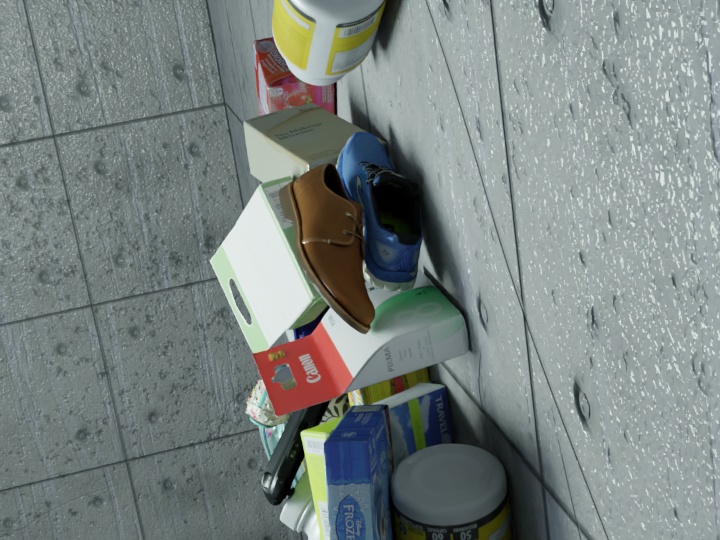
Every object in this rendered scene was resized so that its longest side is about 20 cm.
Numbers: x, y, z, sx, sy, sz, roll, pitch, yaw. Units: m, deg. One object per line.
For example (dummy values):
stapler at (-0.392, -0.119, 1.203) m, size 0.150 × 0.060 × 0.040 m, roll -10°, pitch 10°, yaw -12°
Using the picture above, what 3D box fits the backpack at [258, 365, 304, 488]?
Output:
backpack at (-0.065, 0.224, 1.657) m, size 0.201 × 0.150 × 0.178 m, roll -89°, pitch -11°, yaw -54°

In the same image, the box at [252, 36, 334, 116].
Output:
box at (-0.090, -0.220, 1.583) m, size 0.202 × 0.094 × 0.101 m, roll 90°, pitch 165°, yaw -50°

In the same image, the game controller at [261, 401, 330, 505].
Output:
game controller at (-0.055, 0.165, 1.261) m, size 0.104 × 0.042 × 0.202 m, roll 93°, pitch -158°, yaw -74°

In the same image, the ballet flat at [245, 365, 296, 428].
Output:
ballet flat at (-0.088, 0.152, 1.494) m, size 0.200 × 0.074 × 0.065 m, roll -33°, pitch -39°, yaw -72°

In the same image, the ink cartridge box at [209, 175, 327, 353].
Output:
ink cartridge box at (-0.102, 0.002, 1.332) m, size 0.147 × 0.047 × 0.200 m, roll 63°, pitch 149°, yaw 13°

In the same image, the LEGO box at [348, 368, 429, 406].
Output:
LEGO box at (0.031, 0.135, 1.352) m, size 0.149 × 0.076 × 0.204 m, roll -164°, pitch 63°, yaw -78°

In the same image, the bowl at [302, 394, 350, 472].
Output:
bowl at (-0.003, 0.205, 1.493) m, size 0.200 × 0.093 × 0.205 m, roll -11°, pitch -90°, yaw -68°

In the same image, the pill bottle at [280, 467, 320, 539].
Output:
pill bottle at (0.014, 0.295, 1.256) m, size 0.198 × 0.113 × 0.113 m, roll 32°, pitch 155°, yaw 12°

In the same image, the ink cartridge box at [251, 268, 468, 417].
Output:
ink cartridge box at (-0.008, 0.065, 1.137) m, size 0.161 × 0.196 × 0.051 m, roll -128°, pitch 25°, yaw -68°

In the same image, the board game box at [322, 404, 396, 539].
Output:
board game box at (0.006, 0.236, 1.030) m, size 0.200 × 0.042 × 0.203 m, roll -22°, pitch -71°, yaw -83°

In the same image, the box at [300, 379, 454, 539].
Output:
box at (0.034, 0.199, 1.194) m, size 0.047 × 0.198 × 0.124 m, roll -3°, pitch 100°, yaw 48°

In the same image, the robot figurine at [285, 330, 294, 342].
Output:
robot figurine at (-0.053, 0.047, 1.627) m, size 0.170 × 0.112 × 0.202 m, roll -48°, pitch 38°, yaw 24°

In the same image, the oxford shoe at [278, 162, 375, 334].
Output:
oxford shoe at (-0.022, -0.029, 1.124) m, size 0.071 × 0.071 × 0.202 m, roll 30°, pitch -150°, yaw -51°

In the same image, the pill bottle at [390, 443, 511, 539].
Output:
pill bottle at (0.091, 0.277, 1.077) m, size 0.112 × 0.109 × 0.203 m, roll -123°, pitch 22°, yaw -64°

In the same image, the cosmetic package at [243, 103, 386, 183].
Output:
cosmetic package at (-0.054, -0.132, 1.345) m, size 0.200 × 0.102 × 0.074 m, roll 37°, pitch 139°, yaw 54°

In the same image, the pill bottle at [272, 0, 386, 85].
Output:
pill bottle at (-0.034, -0.265, 1.159) m, size 0.200 × 0.110 × 0.114 m, roll 120°, pitch 138°, yaw -75°

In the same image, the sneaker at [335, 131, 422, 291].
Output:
sneaker at (0.028, -0.078, 1.181) m, size 0.090 × 0.077 × 0.202 m, roll 113°, pitch 149°, yaw -43°

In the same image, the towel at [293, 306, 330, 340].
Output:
towel at (-0.067, 0.015, 1.415) m, size 0.148 × 0.049 × 0.204 m, roll -165°, pitch 66°, yaw -84°
